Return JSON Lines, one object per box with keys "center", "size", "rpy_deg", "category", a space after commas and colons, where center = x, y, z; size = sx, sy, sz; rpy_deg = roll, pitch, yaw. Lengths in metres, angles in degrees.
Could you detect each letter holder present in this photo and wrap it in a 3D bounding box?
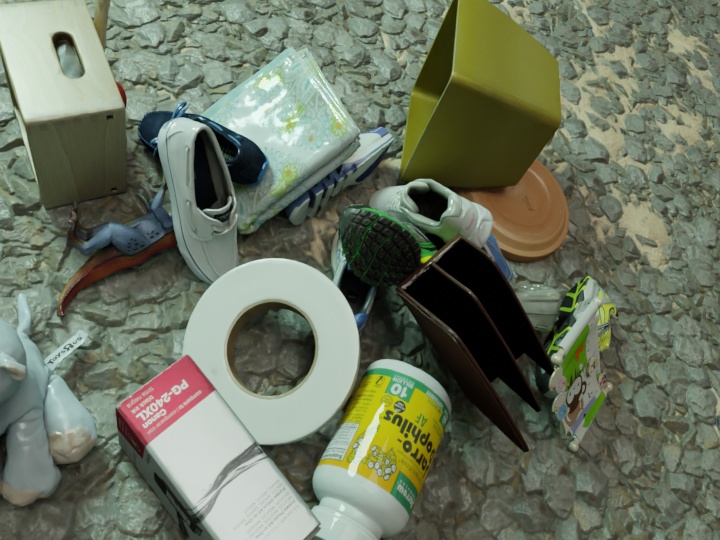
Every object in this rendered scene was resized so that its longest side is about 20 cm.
{"center": [0.149, 0.084, 0.719], "size": [0.100, 0.142, 0.201], "rpy_deg": [-38, 120, -5], "category": "letter holder"}

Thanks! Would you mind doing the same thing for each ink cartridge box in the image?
{"center": [-0.142, 0.203, 0.614], "size": [0.083, 0.146, 0.201], "rpy_deg": [-35, 79, -31], "category": "ink cartridge box"}

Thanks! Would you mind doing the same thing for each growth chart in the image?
{"center": [0.279, 0.136, 0.806], "size": [0.017, 0.203, 0.145], "rpy_deg": [15, 51, 38], "category": "growth chart"}

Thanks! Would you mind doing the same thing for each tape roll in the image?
{"center": [-0.098, 0.089, 0.711], "size": [0.197, 0.037, 0.209], "rpy_deg": [-1, 75, 3], "category": "tape roll"}

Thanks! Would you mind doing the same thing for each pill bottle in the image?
{"center": [0.016, 0.209, 0.690], "size": [0.111, 0.113, 0.202], "rpy_deg": [32, 58, -1], "category": "pill bottle"}

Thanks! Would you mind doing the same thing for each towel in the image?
{"center": [-0.111, -0.171, 0.813], "size": [0.198, 0.048, 0.173], "rpy_deg": [-36, 65, 7], "category": "towel"}

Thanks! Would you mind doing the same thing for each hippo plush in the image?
{"center": [-0.319, 0.115, 0.577], "size": [0.157, 0.161, 0.203], "rpy_deg": [30, 62, -3], "category": "hippo plush"}

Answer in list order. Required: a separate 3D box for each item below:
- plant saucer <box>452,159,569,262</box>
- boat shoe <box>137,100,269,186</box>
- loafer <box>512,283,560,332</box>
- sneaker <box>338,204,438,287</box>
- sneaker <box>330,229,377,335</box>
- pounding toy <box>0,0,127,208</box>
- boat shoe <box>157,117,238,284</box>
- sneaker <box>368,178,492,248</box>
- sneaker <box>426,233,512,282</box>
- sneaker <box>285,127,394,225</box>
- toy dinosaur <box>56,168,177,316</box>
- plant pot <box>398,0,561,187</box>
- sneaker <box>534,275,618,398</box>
{"center": [0.236, -0.111, 0.983], "size": [0.195, 0.032, 0.205], "rpy_deg": [8, 62, -16], "category": "plant saucer"}
{"center": [-0.200, -0.165, 0.781], "size": [0.196, 0.068, 0.086], "rpy_deg": [15, 84, 23], "category": "boat shoe"}
{"center": [0.178, 0.059, 0.850], "size": [0.195, 0.070, 0.072], "rpy_deg": [-1, 100, -16], "category": "loafer"}
{"center": [0.035, -0.025, 0.758], "size": [0.199, 0.078, 0.086], "rpy_deg": [32, 19, -48], "category": "sneaker"}
{"center": [0.000, 0.000, 0.807], "size": [0.075, 0.085, 0.204], "rpy_deg": [16, 59, -11], "category": "sneaker"}
{"center": [-0.328, -0.220, 0.739], "size": [0.139, 0.185, 0.203], "rpy_deg": [-16, 70, -26], "category": "pounding toy"}
{"center": [-0.172, -0.068, 0.721], "size": [0.064, 0.204, 0.073], "rpy_deg": [16, 41, 39], "category": "boat shoe"}
{"center": [0.073, -0.087, 0.821], "size": [0.099, 0.198, 0.079], "rpy_deg": [32, 78, -42], "category": "sneaker"}
{"center": [0.134, -0.042, 0.875], "size": [0.076, 0.076, 0.202], "rpy_deg": [13, 36, -39], "category": "sneaker"}
{"center": [-0.052, -0.162, 0.873], "size": [0.198, 0.081, 0.116], "rpy_deg": [-38, 83, -30], "category": "sneaker"}
{"center": [-0.252, -0.043, 0.764], "size": [0.177, 0.105, 0.206], "rpy_deg": [9, 94, -26], "category": "toy dinosaur"}
{"center": [0.175, -0.235, 0.912], "size": [0.172, 0.201, 0.204], "rpy_deg": [17, 54, -9], "category": "plant pot"}
{"center": [0.303, 0.096, 0.877], "size": [0.076, 0.076, 0.201], "rpy_deg": [36, 59, 2], "category": "sneaker"}
